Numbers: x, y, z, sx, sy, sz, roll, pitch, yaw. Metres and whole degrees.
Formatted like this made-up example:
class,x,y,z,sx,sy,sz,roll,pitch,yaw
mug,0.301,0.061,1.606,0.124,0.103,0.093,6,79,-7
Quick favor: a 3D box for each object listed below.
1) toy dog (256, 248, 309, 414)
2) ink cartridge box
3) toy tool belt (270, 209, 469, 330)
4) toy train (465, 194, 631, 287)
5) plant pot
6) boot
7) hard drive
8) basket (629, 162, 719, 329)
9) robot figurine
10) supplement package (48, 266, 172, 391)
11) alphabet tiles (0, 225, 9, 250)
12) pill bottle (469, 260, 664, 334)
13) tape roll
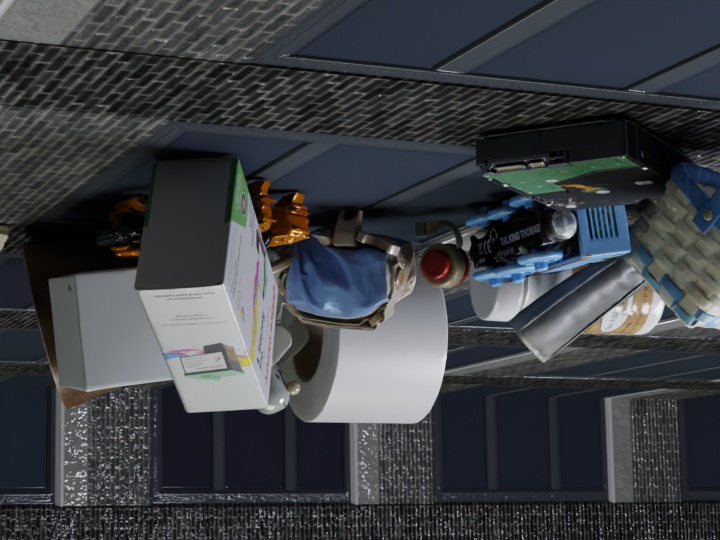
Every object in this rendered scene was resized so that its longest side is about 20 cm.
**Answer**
class,x,y,z,sx,sy,sz,roll,pitch,yaw
toy dog,-0.093,0.051,1.998,0.096,0.201,0.132,-13,-165,8
ink cartridge box,-0.136,0.016,1.602,0.083,0.145,0.200,-3,143,8
toy tool belt,0.000,0.000,1.824,0.199,0.126,0.123,-3,177,28
toy train,0.184,-0.033,1.768,0.114,0.087,0.200,-4,172,-21
plant pot,-0.250,0.036,1.923,0.199,0.188,0.187,-15,173,-8
boot,0.265,0.025,1.857,0.200,0.073,0.182,-47,146,8
hard drive,0.203,-0.091,1.547,0.139,0.038,0.200,-6,170,28
basket,0.338,-0.046,1.506,0.200,0.139,0.176,-46,149,20
robot figurine,-0.159,-0.045,1.729,0.199,0.059,0.145,-6,169,24
supplement package,-0.206,0.052,1.795,0.199,0.118,0.117,-6,-179,-23
alphabet tiles,-0.479,-0.037,1.877,0.199,0.015,0.196,1,171,-17
pill bottle,0.229,0.013,1.951,0.199,0.115,0.114,2,170,-18
tape roll,0.000,0.080,2.073,0.138,0.204,0.203,2,171,-22
